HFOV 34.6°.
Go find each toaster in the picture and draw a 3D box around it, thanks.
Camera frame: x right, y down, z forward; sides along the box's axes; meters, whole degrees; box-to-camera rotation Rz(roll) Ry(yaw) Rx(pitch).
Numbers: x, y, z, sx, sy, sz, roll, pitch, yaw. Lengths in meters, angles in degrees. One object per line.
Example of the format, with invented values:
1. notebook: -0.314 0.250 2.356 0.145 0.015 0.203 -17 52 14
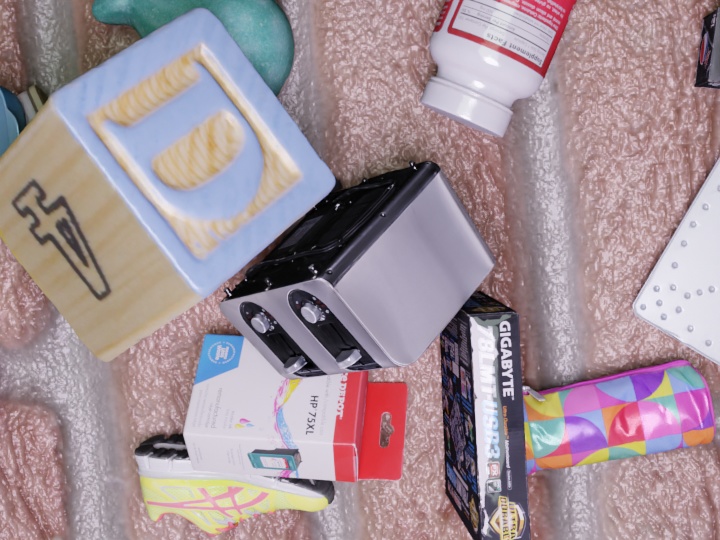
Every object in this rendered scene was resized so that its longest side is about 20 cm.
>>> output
1. toaster: 0.000 0.000 1.018 0.200 0.180 0.119 -48 110 -33

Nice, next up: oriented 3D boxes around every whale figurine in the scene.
1. whale figurine: -0.158 -0.225 1.076 0.199 0.104 0.160 32 96 0

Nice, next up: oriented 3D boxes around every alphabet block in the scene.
1. alphabet block: -0.180 -0.071 1.000 0.197 0.195 0.199 54 141 -6

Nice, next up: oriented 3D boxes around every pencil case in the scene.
1. pencil case: 0.229 0.137 1.085 0.197 0.088 0.090 -10 93 4

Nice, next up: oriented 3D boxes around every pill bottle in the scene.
1. pill bottle: 0.130 -0.230 1.050 0.111 0.112 0.202 23 96 2

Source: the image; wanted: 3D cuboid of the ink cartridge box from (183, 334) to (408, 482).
1. ink cartridge box: -0.056 0.129 1.084 0.197 0.068 0.117 3 50 4

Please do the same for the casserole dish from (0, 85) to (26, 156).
1. casserole dish: -0.383 -0.116 1.106 0.198 0.039 0.123 -3 94 32

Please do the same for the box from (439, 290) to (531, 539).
1. box: 0.106 0.127 1.033 0.049 0.200 0.201 -4 93 -3

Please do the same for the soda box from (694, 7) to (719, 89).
1. soda box: 0.413 -0.192 1.054 0.197 0.063 0.072 7 94 3

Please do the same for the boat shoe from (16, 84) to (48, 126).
1. boat shoe: -0.294 -0.076 1.114 0.068 0.075 0.202 -24 92 2

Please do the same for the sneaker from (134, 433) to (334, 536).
1. sneaker: -0.122 0.218 1.129 0.197 0.078 0.091 7 103 9

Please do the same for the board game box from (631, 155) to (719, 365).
1. board game box: 0.388 0.001 1.089 0.199 0.026 0.201 30 96 2
